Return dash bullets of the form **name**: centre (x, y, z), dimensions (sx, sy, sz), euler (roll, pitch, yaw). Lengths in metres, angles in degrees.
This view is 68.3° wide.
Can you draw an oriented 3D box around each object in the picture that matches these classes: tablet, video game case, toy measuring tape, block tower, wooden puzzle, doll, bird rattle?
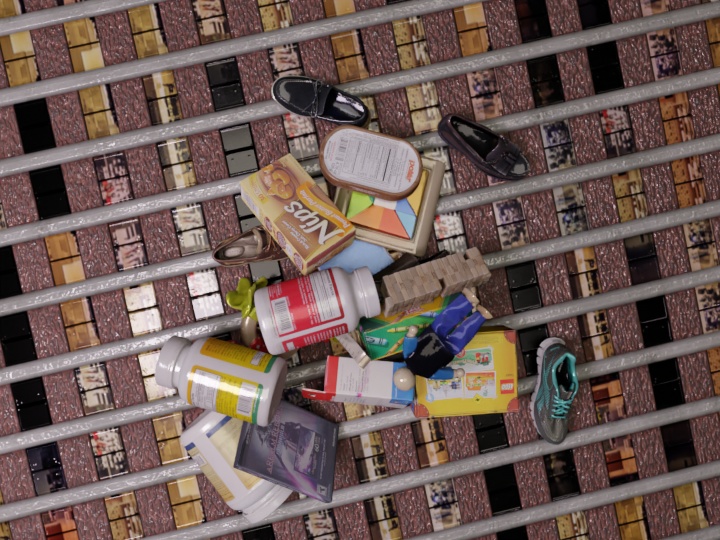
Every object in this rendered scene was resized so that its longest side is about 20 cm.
- **tablet**: centre (0.000, 0.000, 1.025), dimensions (0.129, 0.014, 0.201), euler (-38, 92, -1)
- **video game case**: centre (-0.123, 0.309, 0.940), dimensions (0.198, 0.145, 0.019), euler (34, 131, -28)
- **toy measuring tape**: centre (-0.033, 0.118, 0.964), dimensions (0.074, 0.073, 0.200), euler (-49, 48, 0)
- **block tower**: centre (0.127, 0.018, 0.922), dimensions (0.196, 0.054, 0.059), euler (-19, 67, -12)
- **wooden puzzle**: centre (0.052, -0.140, 1.004), dimensions (0.196, 0.037, 0.189), euler (15, 87, -5)
- **doll**: centre (0.134, 0.130, 0.896), dimensions (0.200, 0.048, 0.137), euler (-44, 108, 1)
- **bird rattle**: centre (-0.173, 0.112, 0.979), dimensions (0.160, 0.112, 0.205), euler (1, 91, -23)

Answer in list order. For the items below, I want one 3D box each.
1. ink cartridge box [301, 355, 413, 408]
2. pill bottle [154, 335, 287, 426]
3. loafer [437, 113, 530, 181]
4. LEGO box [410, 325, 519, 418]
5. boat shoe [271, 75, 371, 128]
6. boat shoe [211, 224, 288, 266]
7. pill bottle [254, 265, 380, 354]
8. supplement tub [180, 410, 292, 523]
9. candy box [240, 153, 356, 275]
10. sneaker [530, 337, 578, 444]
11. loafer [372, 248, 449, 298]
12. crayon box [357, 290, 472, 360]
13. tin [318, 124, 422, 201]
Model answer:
- **ink cartridge box**: centre (-0.007, 0.204, 0.971), dimensions (0.195, 0.117, 0.069), euler (6, 69, -3)
- **pill bottle**: centre (-0.229, 0.175, 0.878), dimensions (0.196, 0.113, 0.115), euler (15, 91, 3)
- **loafer**: centre (0.236, -0.232, 1.004), dimensions (0.197, 0.063, 0.073), euler (30, 90, -3)
- **LEGO box**: centre (0.192, 0.189, 1.004), dimensions (0.195, 0.077, 0.153), euler (-3, 92, -2)
- **boat shoe**: centre (-0.073, -0.317, 0.991), dimensions (0.196, 0.062, 0.076), euler (20, 92, -1)
- **boat shoe**: centre (-0.180, -0.051, 0.987), dimensions (0.195, 0.072, 0.074), euler (-13, 92, -2)
- **pill bottle**: centre (-0.070, 0.060, 0.892), dimensions (0.196, 0.112, 0.115), euler (-16, 92, -6)
- **supplement tub**: centre (-0.212, 0.331, 0.959), dimensions (0.143, 0.144, 0.201), euler (-37, 92, -1)
- **candy box**: centre (-0.113, -0.103, 0.952), dimensions (0.115, 0.056, 0.201), euler (-34, 74, -23)
- **sneaker**: centre (0.372, 0.234, 1.006), dimensions (0.076, 0.091, 0.205), euler (-1, 91, -1)
- **loafer**: centre (0.081, 0.002, 0.985), dimensions (0.196, 0.073, 0.073), euler (-11, 100, -12)
- **crayon box**: centre (0.093, 0.086, 0.967), dimensions (0.196, 0.119, 0.059), euler (-17, 108, -6)
- **tin**: centre (0.019, -0.197, 0.975), dimensions (0.196, 0.042, 0.115), euler (14, 90, 0)
